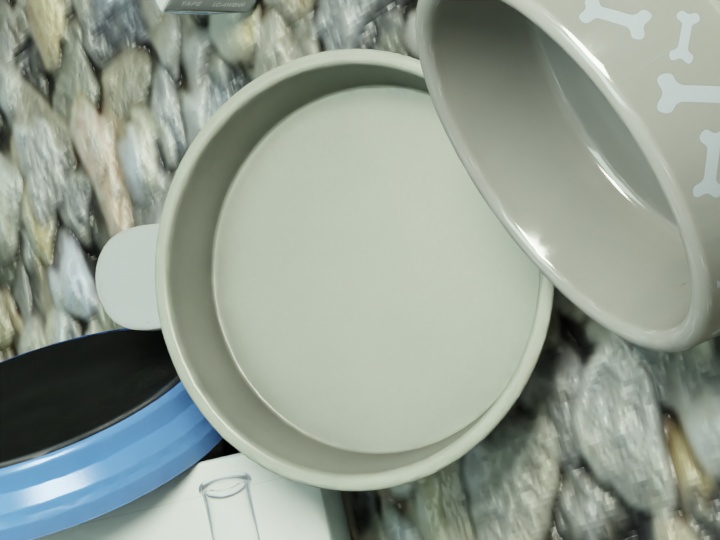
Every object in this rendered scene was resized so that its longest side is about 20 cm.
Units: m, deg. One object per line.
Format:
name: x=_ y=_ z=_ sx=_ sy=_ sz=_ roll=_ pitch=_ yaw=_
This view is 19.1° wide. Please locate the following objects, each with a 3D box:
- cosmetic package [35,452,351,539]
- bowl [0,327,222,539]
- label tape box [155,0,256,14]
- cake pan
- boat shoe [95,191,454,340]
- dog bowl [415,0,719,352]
cosmetic package: x=-0.098 y=0.179 z=1.085 sx=0.199 sy=0.052 sz=0.152 roll=-14 pitch=80 yaw=10
bowl: x=-0.165 y=0.084 z=1.120 sx=0.200 sy=0.200 sz=0.040 roll=3 pitch=116 yaw=50
label tape box: x=-0.065 y=-0.249 z=1.072 sx=0.200 sy=0.066 sz=0.144 roll=-54 pitch=55 yaw=40
cake pan: x=0.000 y=0.000 z=0.987 sx=0.199 sy=0.037 sz=0.201 roll=-1 pitch=89 yaw=24
boat shoe: x=-0.035 y=0.003 z=1.063 sx=0.199 sy=0.066 sz=0.072 roll=-8 pitch=85 yaw=29
dog bowl: x=0.096 y=-0.055 z=0.836 sx=0.200 sy=0.059 sz=0.200 roll=49 pitch=162 yaw=22
